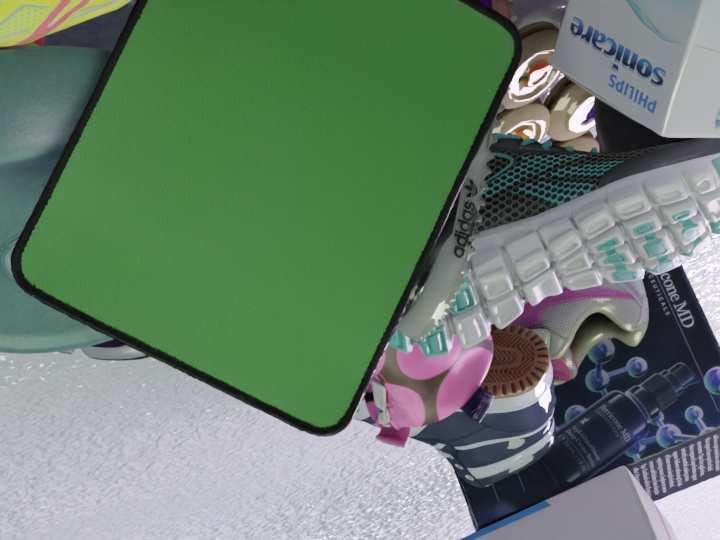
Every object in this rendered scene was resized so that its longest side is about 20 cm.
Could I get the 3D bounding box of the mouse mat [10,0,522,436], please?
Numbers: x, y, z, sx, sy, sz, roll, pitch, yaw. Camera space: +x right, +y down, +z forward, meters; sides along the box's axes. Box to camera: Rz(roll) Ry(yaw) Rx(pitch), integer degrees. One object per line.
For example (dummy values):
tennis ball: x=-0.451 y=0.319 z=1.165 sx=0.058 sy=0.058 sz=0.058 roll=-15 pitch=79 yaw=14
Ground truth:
mouse mat: x=-0.036 y=-0.050 z=0.783 sx=0.160 sy=0.201 sz=0.008 roll=27 pitch=174 yaw=-11

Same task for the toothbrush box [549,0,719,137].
toothbrush box: x=0.186 y=-0.163 z=0.806 sx=0.145 sy=0.085 sz=0.201 roll=-3 pitch=118 yaw=-34

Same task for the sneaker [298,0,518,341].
sneaker: x=0.009 y=-0.074 z=0.851 sx=0.099 sy=0.201 sz=0.070 roll=21 pitch=147 yaw=-16

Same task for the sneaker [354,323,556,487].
sneaker: x=0.029 y=0.081 z=1.175 sx=0.198 sy=0.071 sz=0.109 roll=4 pitch=146 yaw=19

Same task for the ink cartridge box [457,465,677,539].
ink cartridge box: x=0.165 y=0.236 z=1.265 sx=0.128 sy=0.126 sz=0.200 roll=-25 pitch=154 yaw=9

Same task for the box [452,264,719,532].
box: x=0.151 y=0.089 z=1.288 sx=0.199 sy=0.149 sz=0.107 roll=-23 pitch=155 yaw=2

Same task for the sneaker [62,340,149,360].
sneaker: x=-0.188 y=-0.004 z=0.939 sx=0.198 sy=0.075 sz=0.088 roll=-3 pitch=131 yaw=-3

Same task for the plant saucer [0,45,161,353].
plant saucer: x=-0.142 y=-0.018 z=0.832 sx=0.198 sy=0.036 sz=0.201 roll=-9 pitch=145 yaw=-6

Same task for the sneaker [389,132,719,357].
sneaker: x=0.091 y=-0.036 z=0.899 sx=0.199 sy=0.092 sz=0.078 roll=-19 pitch=148 yaw=3

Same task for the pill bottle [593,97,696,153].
pill bottle: x=0.226 y=-0.101 z=0.986 sx=0.199 sy=0.112 sz=0.112 roll=-21 pitch=157 yaw=-28

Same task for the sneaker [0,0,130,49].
sneaker: x=-0.103 y=-0.147 z=0.733 sx=0.199 sy=0.079 sz=0.090 roll=-26 pitch=157 yaw=32

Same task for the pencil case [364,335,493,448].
pencil case: x=0.000 y=0.000 z=0.989 sx=0.094 sy=0.090 sz=0.200 roll=-51 pitch=130 yaw=-22

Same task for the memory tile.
memory tile: x=0.118 y=-0.074 z=1.033 sx=0.152 sy=0.017 sz=0.201 roll=-23 pitch=147 yaw=-25

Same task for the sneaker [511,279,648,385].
sneaker: x=0.101 y=0.037 z=1.217 sx=0.199 sy=0.089 sz=0.081 roll=-23 pitch=154 yaw=4
